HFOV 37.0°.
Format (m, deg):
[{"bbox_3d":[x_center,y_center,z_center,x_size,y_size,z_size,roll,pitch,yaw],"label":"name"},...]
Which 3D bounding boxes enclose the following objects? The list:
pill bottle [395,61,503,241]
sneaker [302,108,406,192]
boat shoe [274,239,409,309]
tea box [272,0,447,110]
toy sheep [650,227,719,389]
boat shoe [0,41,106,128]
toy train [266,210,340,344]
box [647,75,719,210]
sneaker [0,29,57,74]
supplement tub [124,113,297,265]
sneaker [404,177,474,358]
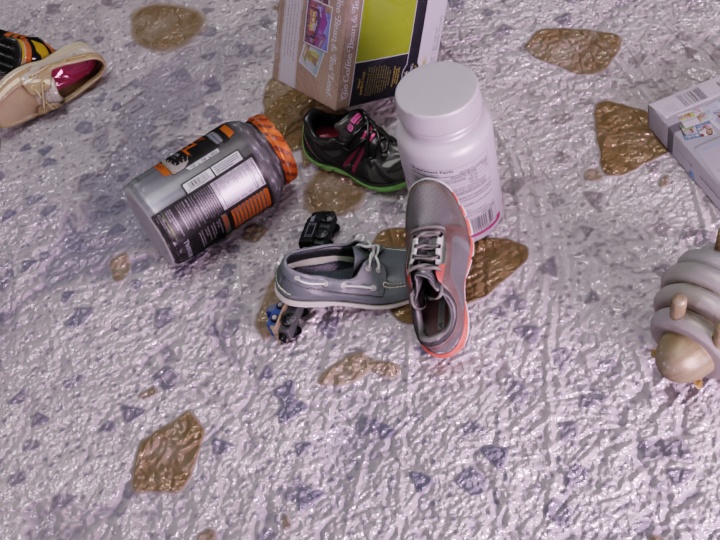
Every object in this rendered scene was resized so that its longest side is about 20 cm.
[{"bbox_3d":[0.103,-0.135,1.256,0.112,0.201,0.114,-7,48,8],"label":"pill bottle"},{"bbox_3d":[0.003,-0.160,1.382,0.198,0.084,0.077,15,56,26],"label":"sneaker"},{"bbox_3d":[0.000,0.000,1.239,0.198,0.062,0.073,-4,54,-8],"label":"boat shoe"},{"bbox_3d":[0.003,-0.341,1.421,0.133,0.202,0.196,31,36,34],"label":"tea box"},{"bbox_3d":[0.363,0.032,1.087,0.137,0.138,0.200,33,72,35],"label":"toy sheep"},{"bbox_3d":[-0.470,-0.276,1.616,0.200,0.074,0.069,-41,46,-21],"label":"boat shoe"},{"bbox_3d":[-0.072,0.005,1.293,0.045,0.034,0.201,2,50,21],"label":"toy train"},{"bbox_3d":[0.462,-0.156,1.287,0.155,0.041,0.201,-23,47,-5],"label":"box"},{"bbox_3d":[-0.542,-0.342,1.708,0.089,0.071,0.199,0,15,-39],"label":"sneaker"},{"bbox_3d":[-0.185,-0.107,1.361,0.199,0.123,0.122,-34,50,-16],"label":"supplement tub"},{"bbox_3d":[0.082,-0.008,1.174,0.076,0.082,0.202,-10,80,18],"label":"sneaker"}]
